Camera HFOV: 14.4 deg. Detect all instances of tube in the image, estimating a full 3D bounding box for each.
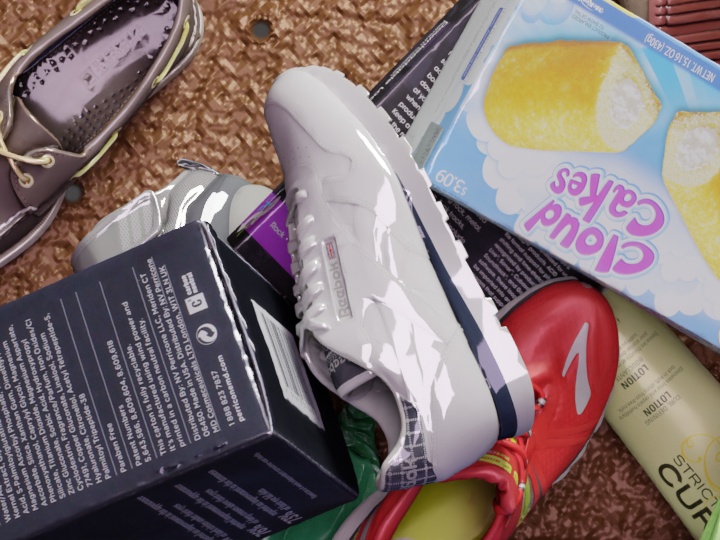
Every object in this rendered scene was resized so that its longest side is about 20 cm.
[{"bbox_3d":[0.171,0.092,1.389,0.200,0.058,0.052,51,50,-1],"label":"tube"}]

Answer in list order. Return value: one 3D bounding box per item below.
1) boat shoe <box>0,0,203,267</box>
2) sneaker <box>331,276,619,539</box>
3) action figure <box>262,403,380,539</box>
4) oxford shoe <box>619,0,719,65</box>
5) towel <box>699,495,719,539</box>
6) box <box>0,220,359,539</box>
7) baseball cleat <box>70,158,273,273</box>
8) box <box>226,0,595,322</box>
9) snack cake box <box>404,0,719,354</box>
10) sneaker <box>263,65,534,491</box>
[{"bbox_3d":[-0.155,-0.072,1.393,0.200,0.060,0.072,-44,87,-5],"label":"boat shoe"},{"bbox_3d":[0.063,0.090,1.318,0.077,0.085,0.201,37,78,-6],"label":"sneaker"},{"bbox_3d":[-0.036,0.154,1.374,0.117,0.055,0.201,24,77,3],"label":"action figure"},{"bbox_3d":[0.146,-0.170,1.417,0.070,0.074,0.202,-5,96,-45],"label":"oxford shoe"},{"bbox_3d":[0.245,0.159,1.325,0.199,0.031,0.150,31,78,-17],"label":"towel"},{"bbox_3d":[-0.120,0.079,1.265,0.199,0.148,0.105,-22,70,7],"label":"box"},{"bbox_3d":[-0.104,0.044,1.386,0.106,0.070,0.201,22,74,8],"label":"baseball cleat"},{"bbox_3d":[0.054,-0.035,1.365,0.200,0.036,0.143,-45,106,0],"label":"box"},{"bbox_3d":[0.129,-0.048,1.326,0.199,0.067,0.116,28,92,-16],"label":"snack cake box"},{"bbox_3d":[0.000,0.000,1.272,0.080,0.076,0.201,-26,73,-12],"label":"sneaker"}]
